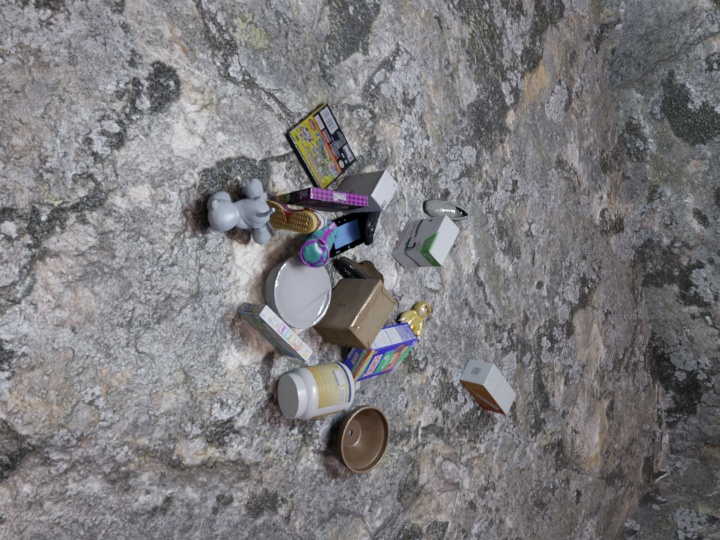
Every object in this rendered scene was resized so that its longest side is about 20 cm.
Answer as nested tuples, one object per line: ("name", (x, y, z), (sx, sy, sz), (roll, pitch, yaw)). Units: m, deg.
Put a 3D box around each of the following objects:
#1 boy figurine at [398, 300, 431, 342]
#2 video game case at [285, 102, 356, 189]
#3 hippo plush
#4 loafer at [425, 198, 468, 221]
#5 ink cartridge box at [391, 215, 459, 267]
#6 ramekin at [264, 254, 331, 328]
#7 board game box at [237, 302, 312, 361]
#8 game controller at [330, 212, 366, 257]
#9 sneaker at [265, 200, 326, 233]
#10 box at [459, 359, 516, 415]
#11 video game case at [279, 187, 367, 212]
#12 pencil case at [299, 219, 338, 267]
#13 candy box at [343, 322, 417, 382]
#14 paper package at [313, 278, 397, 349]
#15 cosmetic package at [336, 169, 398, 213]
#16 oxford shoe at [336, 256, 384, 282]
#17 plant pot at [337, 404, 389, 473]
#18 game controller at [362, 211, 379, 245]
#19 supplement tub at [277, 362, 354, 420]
("boy figurine", (0.180, 0.194, 1.909), (0.201, 0.064, 0.125), (-51, 117, -23))
("video game case", (-0.116, -0.373, 1.679), (0.181, 0.025, 0.203), (-46, 119, -30))
("hippo plush", (-0.319, -0.132, 1.443), (0.156, 0.202, 0.163), (-11, 130, -19))
("loafer", (0.316, -0.221, 2.008), (0.196, 0.069, 0.073), (5, 88, -39))
("ink cartridge box", (0.214, -0.093, 1.846), (0.084, 0.197, 0.149), (40, 66, -28))
("ramekin", (-0.186, 0.060, 1.584), (0.198, 0.093, 0.210), (0, 90, -39))
("board game box", (-0.235, 0.168, 1.519), (0.201, 0.132, 0.035), (50, 63, -29))
("game controller", (-0.048, -0.115, 1.728), (0.197, 0.042, 0.108), (-26, 107, -36))
("sneaker", (-0.186, -0.146, 1.535), (0.089, 0.196, 0.077), (-11, 118, -59))
("box", (0.493, 0.450, 2.133), (0.201, 0.123, 0.099), (50, 63, -28))
("video game case", (-0.107, -0.200, 1.587), (0.195, 0.179, 0.037), (3, 88, -37))
("pencil case", (-0.115, -0.081, 1.558), (0.085, 0.201, 0.093), (39, 111, -11))
("candy box", (0.061, 0.258, 1.746), (0.195, 0.171, 0.078), (-7, 51, -37))
("paper package", (-0.020, 0.125, 1.656), (0.104, 0.197, 0.193), (49, 62, -28))
("cosmetic package", (0.012, -0.237, 1.674), (0.074, 0.197, 0.103), (43, 65, -30))
("oxford shoe", (0.000, 0.000, 1.763), (0.198, 0.071, 0.087), (35, 53, -36))
("plant pot", (-0.007, 0.523, 1.741), (0.196, 0.091, 0.209), (0, 91, -38))
("game controller", (0.042, -0.179, 1.744), (0.041, 0.106, 0.204), (15, 54, 4))
("supplement tub", (-0.129, 0.351, 1.603), (0.195, 0.142, 0.150), (-1, 91, -39))
